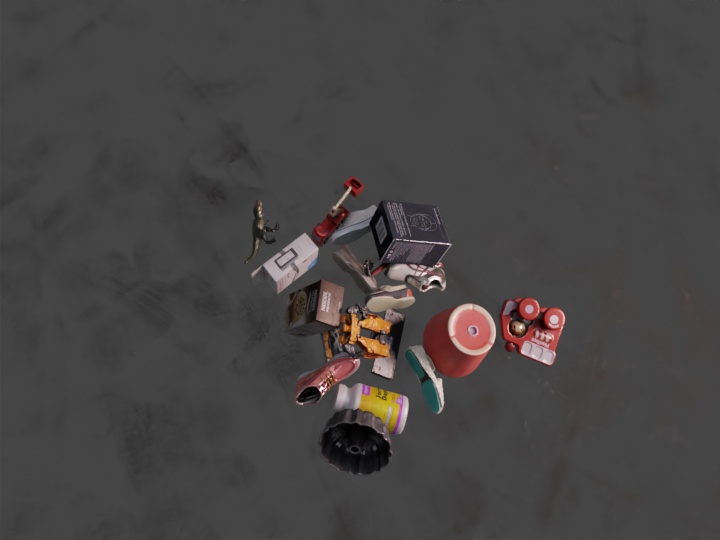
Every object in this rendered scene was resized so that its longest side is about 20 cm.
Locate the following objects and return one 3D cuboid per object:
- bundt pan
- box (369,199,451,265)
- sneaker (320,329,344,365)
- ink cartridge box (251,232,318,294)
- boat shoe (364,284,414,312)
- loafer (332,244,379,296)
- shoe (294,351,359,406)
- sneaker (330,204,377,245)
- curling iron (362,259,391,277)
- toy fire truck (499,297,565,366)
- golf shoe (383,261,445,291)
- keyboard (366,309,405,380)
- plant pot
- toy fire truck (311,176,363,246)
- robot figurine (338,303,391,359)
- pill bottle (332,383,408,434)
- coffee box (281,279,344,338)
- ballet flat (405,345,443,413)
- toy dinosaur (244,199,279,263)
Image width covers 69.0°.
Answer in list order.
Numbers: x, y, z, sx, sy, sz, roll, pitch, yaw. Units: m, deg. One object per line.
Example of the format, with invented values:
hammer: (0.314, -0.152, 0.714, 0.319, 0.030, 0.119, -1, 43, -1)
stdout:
bundt pan: (-0.010, 0.439, 1.370, 0.197, 0.206, 0.076, 17, 33, -2)
box: (0.144, -0.109, 1.546, 0.195, 0.108, 0.151, 3, 53, -24)
sneaker: (-0.075, 0.188, 1.504, 0.075, 0.078, 0.206, -7, 81, -13)
ink cartridge box: (-0.219, -0.007, 1.527, 0.199, 0.116, 0.068, -39, 78, -19)
boat shoe: (0.080, 0.075, 1.535, 0.197, 0.071, 0.064, -1, 55, -44)
loafer: (0.000, 0.000, 1.586, 0.063, 0.072, 0.200, -39, 77, -25)
shoe: (-0.090, 0.296, 1.411, 0.196, 0.091, 0.073, -26, 110, 11)
sneaker: (-0.017, -0.143, 1.639, 0.197, 0.074, 0.071, -26, 66, -26)
curling iron: (0.077, -0.031, 1.591, 0.198, 0.025, 0.051, -26, 108, -42)
toy fire truck: (0.512, 0.179, 1.586, 0.195, 0.112, 0.172, 20, 87, 0)
golf shoe: (0.169, 0.015, 1.580, 0.194, 0.078, 0.090, 0, 51, -16)
keyboard: (0.067, 0.210, 1.545, 0.102, 0.039, 0.205, 26, 65, -24)
plant pot: (0.291, 0.190, 1.502, 0.194, 0.178, 0.206, 3, 70, -8)
toy fire truck: (-0.073, -0.177, 1.597, 0.048, 0.142, 0.201, 37, 69, 7)
robot figurine: (0.009, 0.175, 1.428, 0.198, 0.057, 0.149, 22, 66, -45)
pill bottle: (0.026, 0.373, 1.433, 0.195, 0.105, 0.107, 16, 68, -3)
coffee box: (-0.133, 0.110, 1.446, 0.078, 0.198, 0.116, 21, 64, -30)
ballet flat: (0.199, 0.305, 1.507, 0.070, 0.072, 0.204, -21, 75, -15)
toy dinosaur: (-0.296, -0.113, 1.592, 0.085, 0.048, 0.206, 1, 70, 7)
